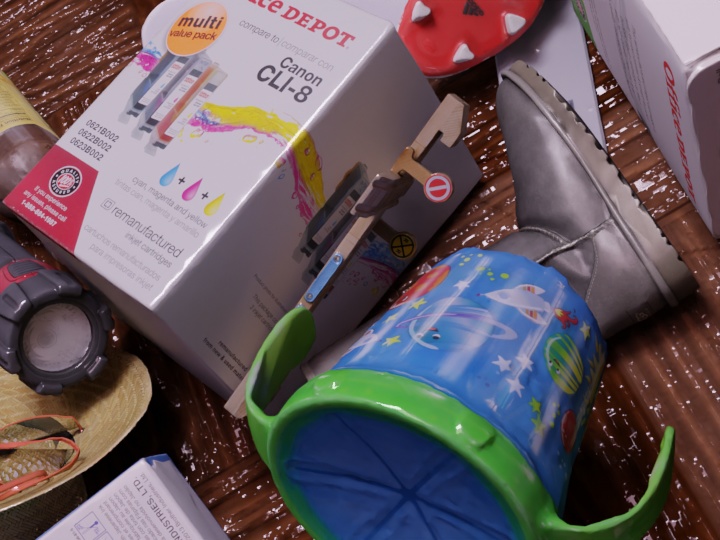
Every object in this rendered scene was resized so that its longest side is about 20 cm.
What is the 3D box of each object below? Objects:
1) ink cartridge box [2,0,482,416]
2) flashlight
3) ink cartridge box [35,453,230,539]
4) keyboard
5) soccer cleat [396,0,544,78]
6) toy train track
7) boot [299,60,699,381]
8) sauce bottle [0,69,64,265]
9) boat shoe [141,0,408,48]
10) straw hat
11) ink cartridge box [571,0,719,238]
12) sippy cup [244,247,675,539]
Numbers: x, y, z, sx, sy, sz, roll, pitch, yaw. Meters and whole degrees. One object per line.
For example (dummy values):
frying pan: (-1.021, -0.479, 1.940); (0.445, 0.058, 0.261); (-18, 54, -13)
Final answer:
ink cartridge box: (-0.061, -0.048, 0.882); (0.145, 0.145, 0.200); (31, 75, 38)
flashlight: (-0.210, 0.015, 0.937); (0.068, 0.068, 0.200); (-56, 31, -6)
ink cartridge box: (-0.140, 0.203, 0.771); (0.200, 0.076, 0.137); (-38, 82, -3)
keyboard: (0.112, -0.086, 0.912); (0.056, 0.011, 0.201); (-13, 55, 12)
soccer cleat: (0.091, -0.195, 0.953); (0.200, 0.069, 0.085); (-52, 9, -4)
toy train track: (0.000, 0.000, 0.802); (0.032, 0.115, 0.200); (38, 102, 5)
boot: (0.056, 0.005, 0.838); (0.200, 0.073, 0.182); (-36, 58, 10)
sauce bottle: (-0.228, -0.073, 1.033); (0.065, 0.065, 0.200); (-41, 52, -3)
boat shoe: (-0.038, -0.163, 0.997); (0.199, 0.072, 0.068); (-12, 17, 5)
straw hat: (-0.192, 0.126, 0.865); (0.200, 0.085, 0.201); (-15, 21, 6)
ink cartridge box: (0.173, -0.140, 0.826); (0.084, 0.146, 0.200); (-25, 53, 2)
sippy cup: (0.047, 0.064, 0.715); (0.178, 0.140, 0.130); (40, 52, -4)
